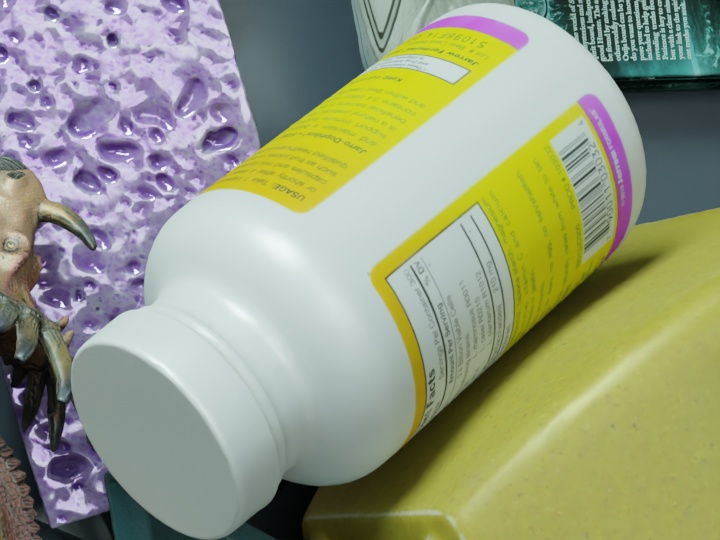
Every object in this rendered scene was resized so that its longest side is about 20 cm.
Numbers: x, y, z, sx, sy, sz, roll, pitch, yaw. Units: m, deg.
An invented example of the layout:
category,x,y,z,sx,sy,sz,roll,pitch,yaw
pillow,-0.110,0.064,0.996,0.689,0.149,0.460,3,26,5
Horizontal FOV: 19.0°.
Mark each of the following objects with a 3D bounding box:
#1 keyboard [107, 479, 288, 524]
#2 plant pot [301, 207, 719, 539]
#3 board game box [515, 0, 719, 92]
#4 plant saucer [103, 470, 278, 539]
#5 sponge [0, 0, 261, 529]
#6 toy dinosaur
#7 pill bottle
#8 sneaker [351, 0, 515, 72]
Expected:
category,x,y,z,sx,sy,sz,roll,pitch,yaw
keyboard,-0.078,-0.004,0.796,0.103,0.040,0.201,-22,96,-3
plant pot,0.099,0.097,0.739,0.199,0.194,0.197,-22,94,-28
board game box,0.098,-0.174,0.885,0.134,0.028,0.202,-3,84,-20
plant saucer,-0.011,0.124,0.692,0.019,0.199,0.070,-28,125,-37
sponge,-0.086,-0.023,0.757,0.111,0.030,0.201,-17,96,-7
toy dinosaur,-0.138,0.074,0.707,0.134,0.086,0.202,-13,102,-7
pill bottle,0.000,0.000,0.705,0.200,0.104,0.105,-39,96,-35
sneaker,0.024,-0.149,0.796,0.071,0.072,0.202,-13,115,-33
